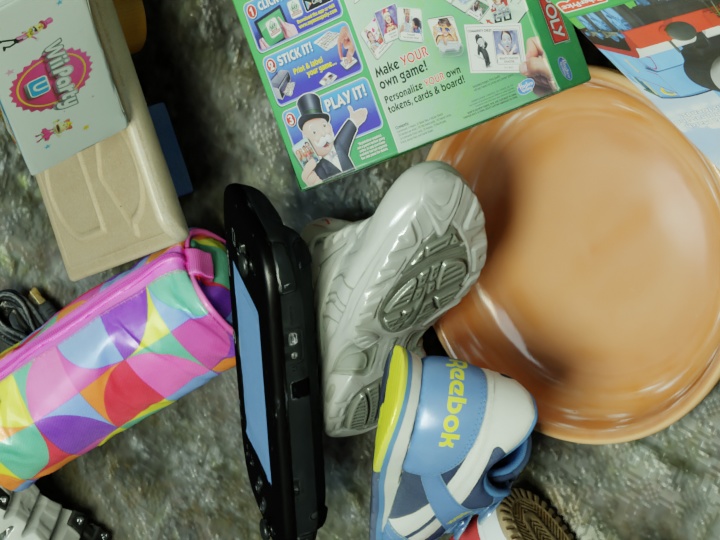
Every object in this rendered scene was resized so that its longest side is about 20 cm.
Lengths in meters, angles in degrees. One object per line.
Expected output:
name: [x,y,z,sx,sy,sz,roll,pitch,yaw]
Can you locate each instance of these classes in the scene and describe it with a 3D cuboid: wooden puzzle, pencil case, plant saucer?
wooden puzzle: [-0.152,-0.096,1.457,0.200,0.046,0.186,-16,92,66]
pencil case: [-0.150,0.054,1.470,0.200,0.088,0.089,-31,82,18]
plant saucer: [0.119,-0.010,1.325,0.200,0.037,0.201,9,105,33]

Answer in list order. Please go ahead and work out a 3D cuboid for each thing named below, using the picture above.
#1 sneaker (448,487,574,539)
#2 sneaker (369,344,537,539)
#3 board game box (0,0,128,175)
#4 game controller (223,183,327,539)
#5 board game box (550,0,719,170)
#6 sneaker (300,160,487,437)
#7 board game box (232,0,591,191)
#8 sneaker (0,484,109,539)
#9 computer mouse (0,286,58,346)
sneaker: [0.098,0.229,1.375,0.112,0.071,0.200,-41,71,32]
sneaker: [0.047,0.105,1.343,0.082,0.200,0.074,4,67,0]
board game box: [-0.200,-0.173,1.331,0.200,0.064,0.148,57,169,28]
game controller: [-0.050,0.054,1.368,0.104,0.042,0.200,-134,35,-54]
board game box: [0.201,-0.103,1.162,0.151,0.200,0.037,-14,53,36]
sneaker: [0.000,0.000,1.343,0.099,0.078,0.200,57,145,26]
board game box: [0.018,-0.130,1.299,0.200,0.029,0.135,-18,91,47]
sneaker: [-0.236,0.146,1.548,0.090,0.067,0.200,-28,114,30]
computer mouse: [-0.233,0.105,1.594,0.110,0.044,0.200,49,123,14]
